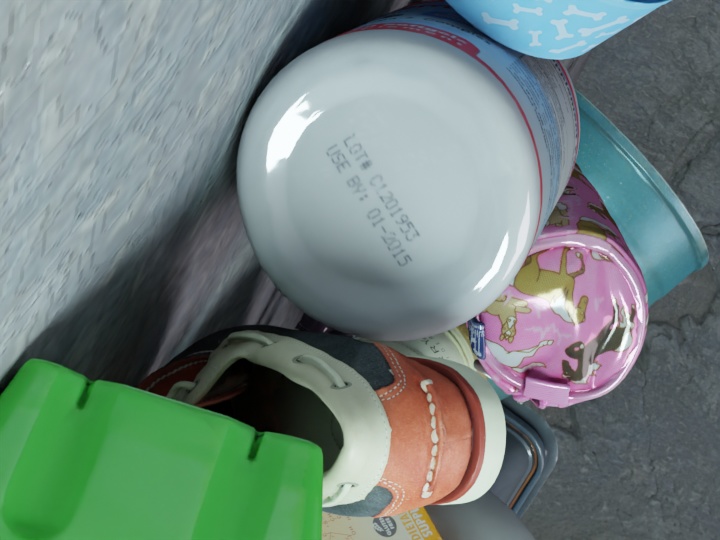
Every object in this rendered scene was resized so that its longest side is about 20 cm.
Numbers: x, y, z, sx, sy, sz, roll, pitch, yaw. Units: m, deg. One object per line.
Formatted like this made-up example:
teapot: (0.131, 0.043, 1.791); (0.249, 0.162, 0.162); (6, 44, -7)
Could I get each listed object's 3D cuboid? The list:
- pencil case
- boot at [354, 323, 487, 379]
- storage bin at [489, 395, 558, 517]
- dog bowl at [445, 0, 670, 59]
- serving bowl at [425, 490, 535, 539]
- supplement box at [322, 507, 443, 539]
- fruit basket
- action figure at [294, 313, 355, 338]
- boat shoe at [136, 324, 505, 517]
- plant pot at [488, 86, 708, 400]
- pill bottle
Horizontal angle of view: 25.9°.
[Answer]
pencil case: (0.081, -0.010, 0.756); (0.086, 0.083, 0.200); (-30, -160, 9)
boot: (-0.054, 0.085, 0.757); (0.200, 0.072, 0.155); (-28, 175, 37)
storage bin: (0.007, 0.133, 1.081); (0.134, 0.200, 0.146); (-32, 155, -54)
dog bowl: (0.083, -0.153, 0.607); (0.050, 0.111, 0.200); (-45, -174, 43)
serving bowl: (0.010, 0.206, 0.863); (0.066, 0.200, 0.200); (18, 105, -54)
supplement box: (-0.040, 0.188, 0.739); (0.200, 0.126, 0.074); (-18, 154, -31)
fruit basket: (-0.080, 0.158, 0.471); (0.216, 0.155, 0.216); (-163, -90, -88)
action figure: (0.000, 0.000, 0.868); (0.200, 0.069, 0.130); (-66, 163, 18)
boat shoe: (-0.036, 0.055, 0.558); (0.200, 0.063, 0.071); (-2, -92, 53)
plant pot: (0.081, -0.011, 0.992); (0.188, 0.200, 0.200); (-44, 174, -3)
pill bottle: (0.029, -0.051, 0.620); (0.109, 0.109, 0.200); (-61, 176, 19)
